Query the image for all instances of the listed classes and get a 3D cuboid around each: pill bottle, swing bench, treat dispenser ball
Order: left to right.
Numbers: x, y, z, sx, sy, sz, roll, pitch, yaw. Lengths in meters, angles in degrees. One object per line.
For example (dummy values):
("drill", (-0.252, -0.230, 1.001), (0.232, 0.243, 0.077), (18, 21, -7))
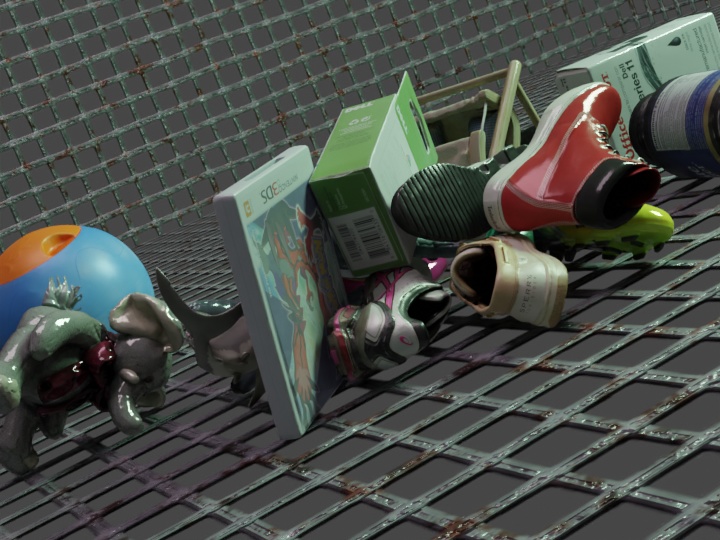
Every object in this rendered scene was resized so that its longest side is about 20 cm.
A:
("treat dispenser ball", (-0.342, 0.046, 1.443), (0.201, 0.201, 0.201), (-21, 10, 4))
("swing bench", (0.105, -0.123, 1.462), (0.199, 0.130, 0.200), (-13, 34, 40))
("pill bottle", (0.364, -0.152, 1.274), (0.112, 0.112, 0.200), (-24, 10, -13))

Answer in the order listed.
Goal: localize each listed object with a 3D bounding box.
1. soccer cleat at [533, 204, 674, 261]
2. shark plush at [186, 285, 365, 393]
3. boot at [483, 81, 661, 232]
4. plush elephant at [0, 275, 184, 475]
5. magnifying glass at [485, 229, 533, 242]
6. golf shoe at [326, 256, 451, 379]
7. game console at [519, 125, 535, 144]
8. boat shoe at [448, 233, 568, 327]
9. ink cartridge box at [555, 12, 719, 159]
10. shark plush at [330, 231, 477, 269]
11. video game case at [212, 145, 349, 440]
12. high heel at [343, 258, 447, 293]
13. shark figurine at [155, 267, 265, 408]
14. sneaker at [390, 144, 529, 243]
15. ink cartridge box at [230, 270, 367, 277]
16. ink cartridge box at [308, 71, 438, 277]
("soccer cleat", (0.212, -0.053, 1.115), (0.065, 0.084, 0.200), (15, -6, -22))
("shark plush", (-0.068, 0.049, 1.156), (0.200, 0.083, 0.091), (-10, 25, -18))
("boot", (0.216, -0.101, 1.073), (0.144, 0.072, 0.200), (1, 39, 43))
("plush elephant", (-0.253, 0.099, 1.176), (0.155, 0.165, 0.200), (12, 48, 1))
("magnifying glass", (0.145, -0.007, 1.125), (0.022, 0.080, 0.200), (18, 14, -14))
("golf shoe", (0.043, 0.037, 1.072), (0.092, 0.073, 0.200), (-12, 17, 20))
("game console", (0.191, -0.108, 1.679), (0.200, 0.116, 0.176), (-28, 42, -29))
("boat shoe", (0.111, 0.001, 1.046), (0.069, 0.074, 0.200), (10, 3, -14))
("ink cartridge box", (0.365, -0.220, 1.546), (0.200, 0.147, 0.083), (-25, 12, -17))
("shark plush", (0.011, -0.015, 1.183), (0.200, 0.091, 0.083), (15, 5, -6))
("video game case", (-0.054, 0.011, 1.010), (0.023, 0.200, 0.182), (-9, 15, 19))
("high heel", (0.000, 0.000, 1.270), (0.200, 0.096, 0.067), (-27, 11, -29))
("shark figurine", (-0.120, 0.051, 1.044), (0.128, 0.089, 0.214), (-61, -20, 14))
("sneaker", (0.085, -0.057, 1.116), (0.200, 0.074, 0.088), (-17, -8, -46))
("ink cartridge box", (-0.026, -0.018, 1.327), (0.196, 0.043, 0.200), (-20, -21, 5))
("ink cartridge box", (0.018, -0.093, 1.139), (0.059, 0.104, 0.200), (-13, 30, 21))
